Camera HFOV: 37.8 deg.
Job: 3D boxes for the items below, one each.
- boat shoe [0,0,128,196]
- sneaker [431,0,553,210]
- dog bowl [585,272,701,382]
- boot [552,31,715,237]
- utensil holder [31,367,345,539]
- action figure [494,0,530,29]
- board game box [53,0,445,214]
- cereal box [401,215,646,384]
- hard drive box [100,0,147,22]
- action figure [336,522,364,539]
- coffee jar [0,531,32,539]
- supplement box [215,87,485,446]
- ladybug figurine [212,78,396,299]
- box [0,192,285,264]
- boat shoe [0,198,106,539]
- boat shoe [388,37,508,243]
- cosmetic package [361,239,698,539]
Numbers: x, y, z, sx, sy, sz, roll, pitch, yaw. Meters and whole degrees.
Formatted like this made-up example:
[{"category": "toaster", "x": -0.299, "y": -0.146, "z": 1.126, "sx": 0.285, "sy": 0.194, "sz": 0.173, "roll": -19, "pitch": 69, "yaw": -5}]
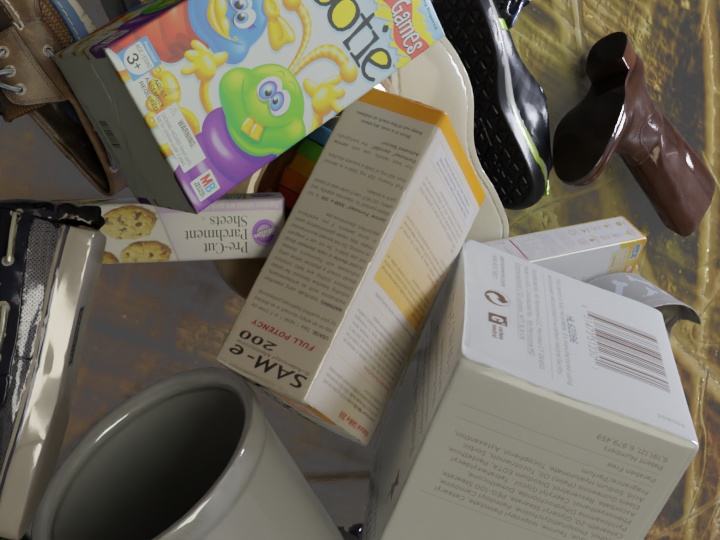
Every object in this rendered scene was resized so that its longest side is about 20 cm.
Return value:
[{"category": "boat shoe", "x": -0.201, "y": -0.128, "z": 0.651, "sx": 0.200, "sy": 0.072, "sz": 0.073, "roll": 45, "pitch": 58, "yaw": -29}, {"category": "sneaker", "x": 0.112, "y": -0.148, "z": 0.876, "sx": 0.083, "sy": 0.071, "sz": 0.203, "roll": -43, "pitch": 120, "yaw": -47}, {"category": "dog bowl", "x": 0.199, "y": 0.088, "z": 0.906, "sx": 0.197, "sy": 0.059, "sz": 0.202, "roll": -22, "pitch": 140, "yaw": -19}, {"category": "boot", "x": 0.256, "y": -0.084, "z": 0.946, "sx": 0.201, "sy": 0.063, "sz": 0.188, "roll": 50, "pitch": 51, "yaw": -31}, {"category": "utensil holder", "x": -0.098, "y": 0.199, "z": 0.715, "sx": 0.170, "sy": 0.169, "sz": 0.202, "roll": -41, "pitch": 120, "yaw": -21}, {"category": "action figure", "x": 0.149, "y": -0.305, "z": 0.846, "sx": 0.191, "sy": 0.104, "sz": 0.204, "roll": 22, "pitch": 83, "yaw": -23}, {"category": "board game box", "x": -0.064, "y": -0.136, "z": 0.637, "sx": 0.199, "sy": 0.102, "sz": 0.106, "roll": -39, "pitch": 115, "yaw": -22}, {"category": "cereal box", "x": 0.138, "y": 0.035, "z": 0.883, "sx": 0.197, "sy": 0.040, "sz": 0.146, "roll": -12, "pitch": 134, "yaw": -31}, {"category": "hard drive box", "x": -0.083, "y": -0.224, "z": 0.720, "sx": 0.198, "sy": 0.076, "sz": 0.158, "roll": -32, "pitch": 113, "yaw": -24}, {"category": "action figure", "x": 0.035, "y": 0.253, "z": 0.870, "sx": 0.199, "sy": 0.069, "sz": 0.132, "roll": -34, "pitch": 120, "yaw": -20}, {"category": "coffee jar", "x": -0.279, "y": 0.144, "z": 0.638, "sx": 0.104, "sy": 0.085, "sz": 0.203, "roll": -38, "pitch": 116, "yaw": -29}, {"category": "supplement box", "x": 0.000, "y": 0.000, "z": 0.696, "sx": 0.203, "sy": 0.073, "sz": 0.126, "roll": -63, "pitch": 154, "yaw": -12}, {"category": "ladybug figurine", "x": -0.044, "y": -0.071, "z": 0.768, "sx": 0.135, "sy": 0.072, "sz": 0.202, "roll": 39, "pitch": 76, "yaw": -29}, {"category": "box", "x": -0.147, "y": -0.027, "z": 0.682, "sx": 0.196, "sy": 0.039, "sz": 0.042, "roll": -1, "pitch": 100, "yaw": -7}, {"category": "boat shoe", "x": -0.219, "y": 0.052, "z": 0.631, "sx": 0.091, "sy": 0.075, "sz": 0.204, "roll": 13, "pitch": 85, "yaw": -5}, {"category": "boat shoe", "x": 0.060, "y": -0.101, "z": 0.840, "sx": 0.071, "sy": 0.059, "sz": 0.203, "roll": -28, "pitch": 110, "yaw": -15}, {"category": "cosmetic package", "x": 0.110, "y": 0.123, "z": 0.744, "sx": 0.163, "sy": 0.168, "sz": 0.203, "roll": 19, "pitch": 117, "yaw": -4}]
